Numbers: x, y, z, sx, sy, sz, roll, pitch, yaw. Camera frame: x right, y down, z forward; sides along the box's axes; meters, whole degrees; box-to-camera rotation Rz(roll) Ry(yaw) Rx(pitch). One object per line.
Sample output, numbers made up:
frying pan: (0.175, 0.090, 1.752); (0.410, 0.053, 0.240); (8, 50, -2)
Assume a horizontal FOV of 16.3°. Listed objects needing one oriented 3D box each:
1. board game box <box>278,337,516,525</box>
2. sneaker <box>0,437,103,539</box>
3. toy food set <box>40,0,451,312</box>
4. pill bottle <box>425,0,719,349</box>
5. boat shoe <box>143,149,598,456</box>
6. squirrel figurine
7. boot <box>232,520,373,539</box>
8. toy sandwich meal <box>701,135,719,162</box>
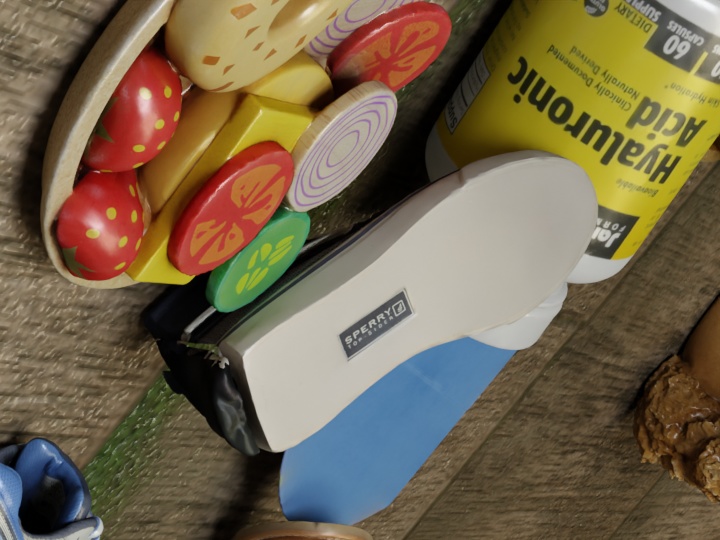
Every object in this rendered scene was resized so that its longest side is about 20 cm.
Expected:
board game box: (0.018, 0.044, 1.291); (0.200, 0.039, 0.158); (-51, 154, 0)
sneaker: (-0.137, 0.118, 1.045); (0.085, 0.077, 0.200); (-51, 161, -4)
toy food set: (-0.038, -0.067, 0.939); (0.200, 0.049, 0.198); (-53, 160, 13)
pill bottle: (0.098, -0.065, 1.136); (0.111, 0.111, 0.201); (-15, 142, -57)
boat shoe: (0.000, 0.000, 1.066); (0.199, 0.093, 0.075); (-28, 118, -24)
squirrel figurine: (0.307, 0.115, 1.810); (0.200, 0.187, 0.142); (-37, 158, -28)
boot: (-0.050, 0.225, 1.296); (0.076, 0.156, 0.200); (16, 146, -22)
toy sandwich meal: (0.267, -0.122, 1.449); (0.205, 0.070, 0.205); (-41, 160, -19)
